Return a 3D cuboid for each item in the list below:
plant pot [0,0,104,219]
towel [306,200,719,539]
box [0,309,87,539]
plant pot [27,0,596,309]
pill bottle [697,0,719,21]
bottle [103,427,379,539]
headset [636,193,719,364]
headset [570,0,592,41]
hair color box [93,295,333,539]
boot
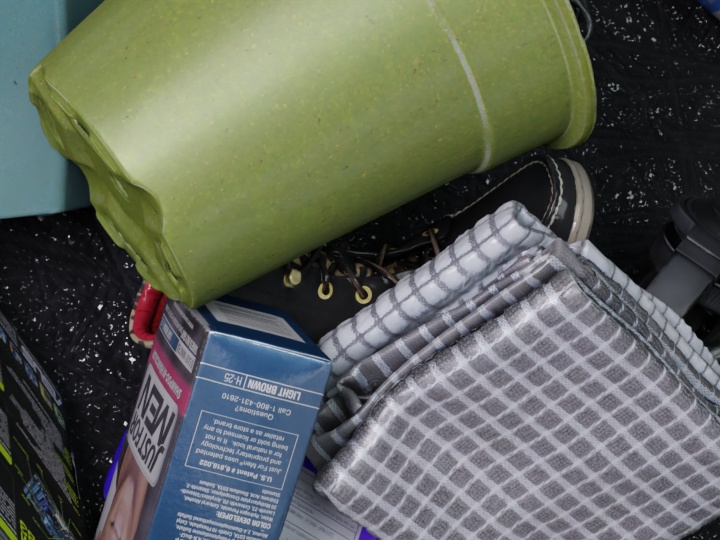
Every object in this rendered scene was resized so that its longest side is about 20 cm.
[{"bbox_3d":[-0.175,-0.125,1.137,0.141,0.141,0.201,-5,94,15],"label":"plant pot"},{"bbox_3d":[0.080,0.077,1.141,0.200,0.165,0.086,39,25,-38],"label":"towel"},{"bbox_3d":[-0.181,0.055,1.044,0.047,0.194,0.200,-25,126,7],"label":"box"},{"bbox_3d":[-0.034,-0.086,1.049,0.190,0.200,0.200,-35,92,-13],"label":"plant pot"},{"bbox_3d":[0.203,-0.202,1.322,0.200,0.112,0.112,42,69,-8],"label":"pill bottle"},{"bbox_3d":[-0.025,0.130,1.188,0.200,0.083,0.066,33,53,-19],"label":"bottle"},{"bbox_3d":[0.188,0.017,1.266,0.094,0.124,0.200,35,52,13],"label":"headset"},{"bbox_3d":[0.036,-0.110,1.231,0.199,0.123,0.094,-27,113,-31],"label":"headset"},{"bbox_3d":[-0.077,0.116,1.075,0.060,0.100,0.201,15,97,-16],"label":"hair color box"},{"bbox_3d":[0.000,0.000,1.159,0.150,0.200,0.073,27,33,-34],"label":"boot"}]
